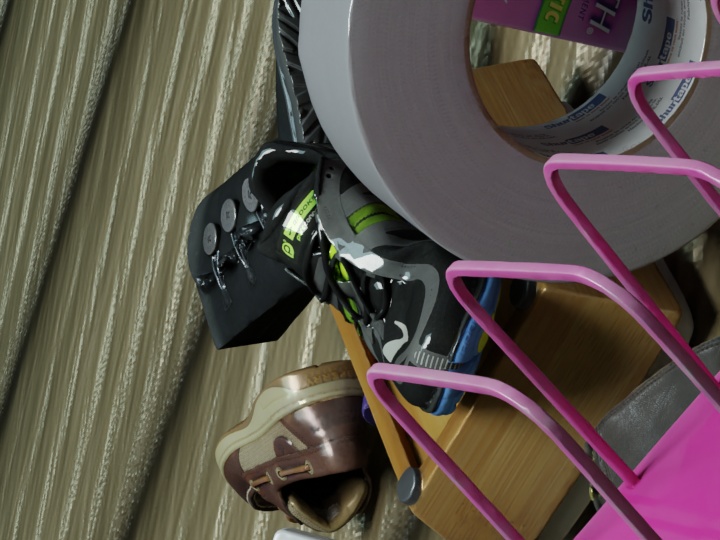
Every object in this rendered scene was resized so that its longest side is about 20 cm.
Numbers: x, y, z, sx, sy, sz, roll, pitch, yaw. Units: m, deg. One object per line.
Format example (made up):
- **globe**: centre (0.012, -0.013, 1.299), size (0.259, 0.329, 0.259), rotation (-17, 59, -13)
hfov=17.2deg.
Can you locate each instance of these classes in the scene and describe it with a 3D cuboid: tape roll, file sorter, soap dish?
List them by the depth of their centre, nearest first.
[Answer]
- **file sorter**: centre (0.119, 0.009, 0.779), size (0.200, 0.126, 0.139), rotation (-47, 17, -15)
- **tape roll**: centre (0.078, -0.100, 0.944), size (0.066, 0.199, 0.201), rotation (-142, 63, -65)
- **soap dish**: centre (0.059, 0.015, 1.084), size (0.158, 0.081, 0.200), rotation (-60, 31, 27)

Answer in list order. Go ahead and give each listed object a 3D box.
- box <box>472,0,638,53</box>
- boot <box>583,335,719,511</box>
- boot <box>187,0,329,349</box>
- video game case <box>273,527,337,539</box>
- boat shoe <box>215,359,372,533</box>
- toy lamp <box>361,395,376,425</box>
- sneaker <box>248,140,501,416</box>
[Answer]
- **box**: centre (0.046, -0.182, 1.052), size (0.176, 0.199, 0.097), rotation (-124, 46, -58)
- **boot**: centre (0.118, 0.137, 0.947), size (0.200, 0.069, 0.175), rotation (-49, 37, 36)
- **boot**: centre (-0.039, -0.063, 1.262), size (0.200, 0.065, 0.166), rotation (131, 141, -64)
- **video game case**: centre (0.009, 0.225, 1.019), size (0.018, 0.142, 0.201), rotation (6, -83, -76)
- **boat shoe**: centre (-0.030, 0.110, 1.296), size (0.200, 0.072, 0.072), rotation (125, 129, -65)
- **toy lamp**: centre (0.020, -0.018, 1.251), size (0.058, 0.058, 0.201), rotation (133, 138, -54)
- **sneaker**: centre (0.000, 0.000, 1.024), size (0.071, 0.082, 0.200), rotation (-66, 29, 19)
